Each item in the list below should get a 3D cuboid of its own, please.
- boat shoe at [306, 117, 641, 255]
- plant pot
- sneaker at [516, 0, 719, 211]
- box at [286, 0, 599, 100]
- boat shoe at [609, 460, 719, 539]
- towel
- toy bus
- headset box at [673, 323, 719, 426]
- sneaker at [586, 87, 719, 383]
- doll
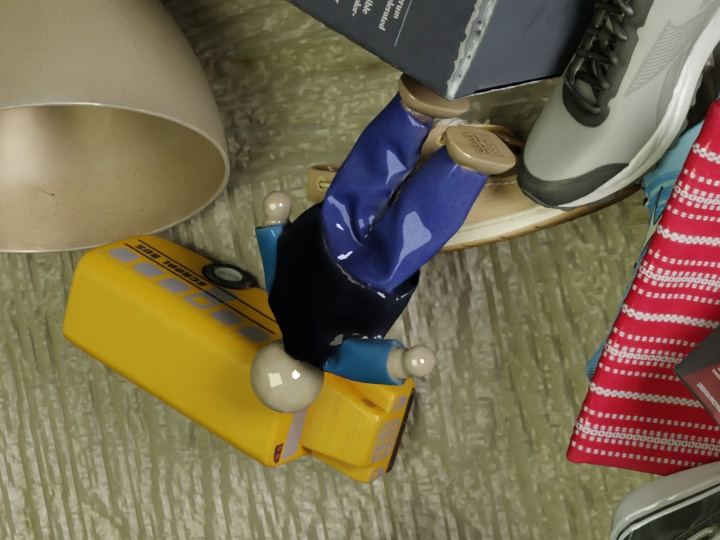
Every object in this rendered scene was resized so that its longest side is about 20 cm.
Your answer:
[{"bbox_3d":[0.050,-0.046,1.199,0.199,0.074,0.070,-12,91,33],"label":"boat shoe"},{"bbox_3d":[-0.177,-0.109,1.293,0.200,0.200,0.135,-23,63,37],"label":"plant pot"},{"bbox_3d":[0.133,-0.117,1.095,0.200,0.079,0.074,-54,40,17],"label":"sneaker"},{"bbox_3d":[0.026,-0.180,1.141,0.200,0.148,0.105,32,116,25],"label":"box"},{"bbox_3d":[0.215,0.115,1.085,0.199,0.072,0.071,-26,40,17],"label":"boat shoe"},{"bbox_3d":[0.193,0.019,1.081,0.023,0.144,0.201,-110,35,-58],"label":"towel"},{"bbox_3d":[-0.069,0.051,1.301,0.200,0.078,0.065,30,116,27],"label":"toy bus"},{"bbox_3d":[0.240,0.043,0.993,0.200,0.077,0.149,-46,32,8],"label":"headset box"},{"bbox_3d":[0.169,-0.021,1.131,0.090,0.078,0.200,46,115,34],"label":"sneaker"},{"bbox_3d":[0.000,0.000,1.172,0.137,0.048,0.200,52,124,25],"label":"doll"}]
